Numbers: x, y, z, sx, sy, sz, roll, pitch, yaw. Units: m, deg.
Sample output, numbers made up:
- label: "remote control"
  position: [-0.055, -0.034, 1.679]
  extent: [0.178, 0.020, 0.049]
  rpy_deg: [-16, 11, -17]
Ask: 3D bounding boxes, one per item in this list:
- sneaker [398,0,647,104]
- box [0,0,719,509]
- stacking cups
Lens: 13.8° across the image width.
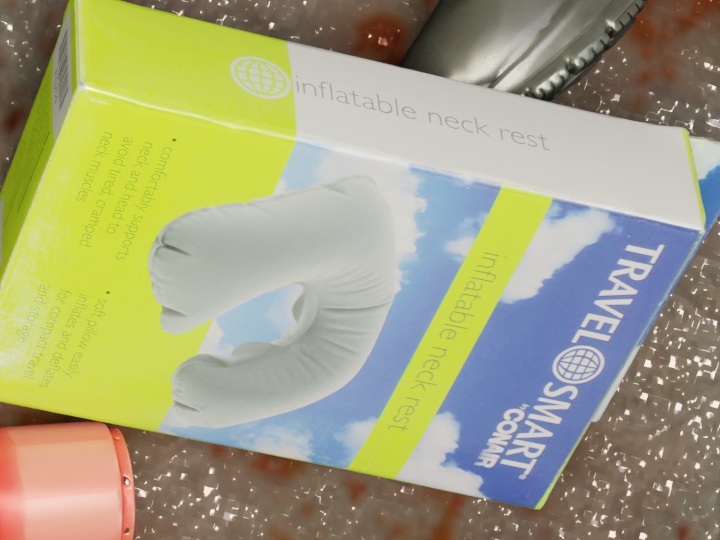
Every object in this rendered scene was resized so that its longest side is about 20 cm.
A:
- label: "sneaker"
  position: [0.059, -0.118, 0.858]
  extent: [0.091, 0.076, 0.200]
  rpy_deg: [40, 74, -5]
- label: "box"
  position: [0.000, 0.000, 0.817]
  extent: [0.199, 0.048, 0.122]
  rpy_deg: [12, 132, -17]
- label: "stacking cups"
  position: [-0.161, 0.064, 0.800]
  extent: [0.199, 0.060, 0.061]
  rpy_deg: [-7, 94, -18]
